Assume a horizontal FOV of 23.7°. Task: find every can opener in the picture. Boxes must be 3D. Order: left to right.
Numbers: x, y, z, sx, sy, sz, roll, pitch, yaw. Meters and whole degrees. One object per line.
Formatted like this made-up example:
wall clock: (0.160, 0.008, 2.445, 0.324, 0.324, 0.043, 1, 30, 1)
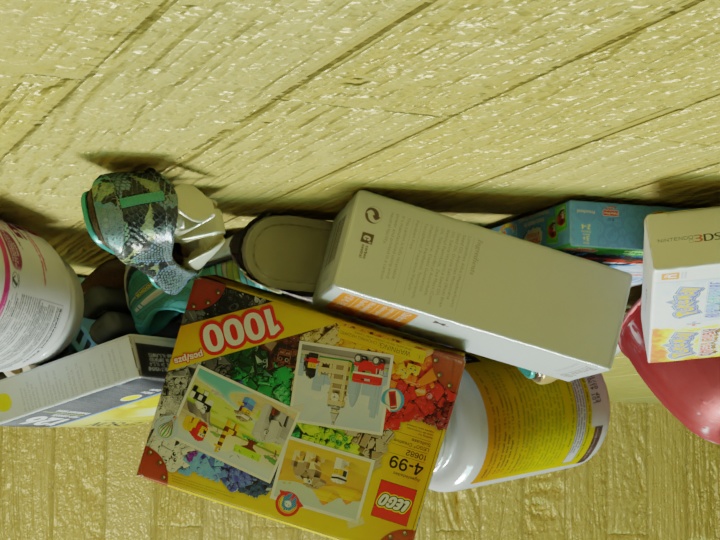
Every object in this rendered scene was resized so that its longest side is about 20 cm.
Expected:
can opener: (-0.157, 0.039, 1.458, 0.066, 0.053, 0.200, -41, 154, 24)

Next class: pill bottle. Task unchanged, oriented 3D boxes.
pill bottle: (-0.282, 0.016, 1.268, 0.113, 0.114, 0.200, -1, 173, 10)
pill bottle: (0.101, 0.119, 1.399, 0.199, 0.110, 0.109, -5, 178, -39)

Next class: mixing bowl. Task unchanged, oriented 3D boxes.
mixing bowl: (0.315, 0.073, 1.373, 0.199, 0.109, 0.200, -10, 150, -6)

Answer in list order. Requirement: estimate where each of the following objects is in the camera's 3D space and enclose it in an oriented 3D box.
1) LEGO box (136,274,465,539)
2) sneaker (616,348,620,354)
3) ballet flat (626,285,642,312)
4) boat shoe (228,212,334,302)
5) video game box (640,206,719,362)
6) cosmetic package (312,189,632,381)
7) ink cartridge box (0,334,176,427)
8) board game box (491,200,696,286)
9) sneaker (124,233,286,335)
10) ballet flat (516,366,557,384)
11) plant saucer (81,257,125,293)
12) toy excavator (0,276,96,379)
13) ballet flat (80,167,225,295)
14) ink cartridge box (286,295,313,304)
LEGO box: (-0.039, 0.102, 1.223, 0.199, 0.150, 0.077, 16, -178, 4)
sneaker: (0.185, 0.031, 1.573, 0.199, 0.074, 0.115, 18, 145, -38)
ballet flat: (0.206, 0.029, 1.454, 0.199, 0.063, 0.069, 1, 175, -2)
boat shoe: (0.000, 0.000, 1.277, 0.199, 0.072, 0.059, 11, 178, -22)
video game box: (0.285, 0.006, 1.176, 0.181, 0.047, 0.200, -5, 159, 7)
cosmetic package: (0.075, 0.014, 1.193, 0.199, 0.072, 0.101, 16, 169, -7)
ink cartridge box: (-0.215, 0.103, 1.433, 0.199, 0.047, 0.197, -20, 167, 23)
board game box: (0.178, -0.017, 1.270, 0.150, 0.037, 0.200, 3, 173, -19)
sneaker: (-0.093, 0.013, 1.357, 0.199, 0.080, 0.077, -5, 171, 21)
ballet flat: (0.128, 0.036, 1.374, 0.063, 0.069, 0.200, -13, -153, -15)
plant saucer: (-0.157, 0.012, 1.531, 0.199, 0.037, 0.200, 0, 173, 0)
toy excavator: (-0.262, 0.055, 1.667, 0.100, 0.200, 0.195, -6, 126, 45)
ballet flat: (-0.123, -0.026, 1.134, 0.074, 0.075, 0.200, 0, 176, 7)
ink cartridge box: (-0.024, 0.047, 1.369, 0.199, 0.117, 0.067, -15, 124, 26)
